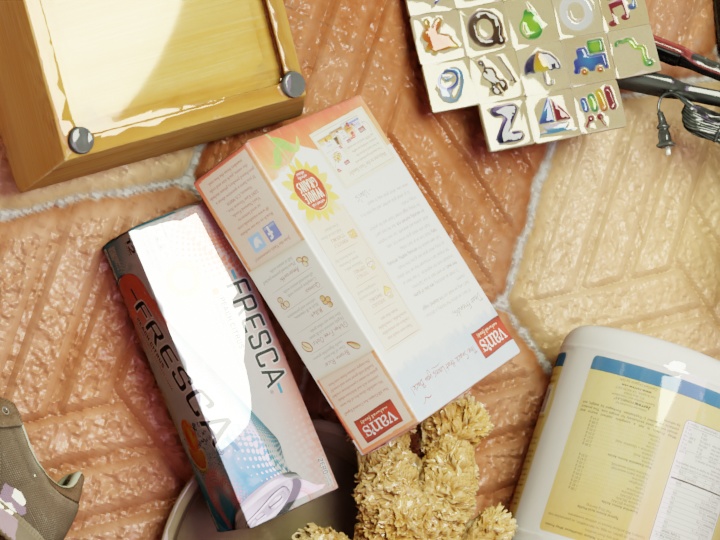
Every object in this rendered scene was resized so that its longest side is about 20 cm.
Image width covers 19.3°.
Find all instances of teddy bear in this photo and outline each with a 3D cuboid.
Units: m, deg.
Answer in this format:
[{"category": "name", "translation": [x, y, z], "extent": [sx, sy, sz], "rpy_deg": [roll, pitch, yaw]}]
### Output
[{"category": "teddy bear", "translation": [0.033, 0.172, 1.374], "extent": [0.145, 0.067, 0.200], "rpy_deg": [26, 79, -22]}]

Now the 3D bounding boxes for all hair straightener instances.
[{"category": "hair straightener", "translation": [0.229, -0.112, 1.469], "extent": [0.200, 0.041, 0.077], "rpy_deg": [21, 83, 0]}]

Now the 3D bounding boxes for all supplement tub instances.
[{"category": "supplement tub", "translation": [0.179, 0.151, 1.435], "extent": [0.144, 0.145, 0.200], "rpy_deg": [22, 82, -25]}]

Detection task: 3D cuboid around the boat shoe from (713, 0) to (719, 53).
[{"category": "boat shoe", "translation": [0.302, -0.126, 1.520], "extent": [0.068, 0.072, 0.200], "rpy_deg": [-6, 95, -10]}]

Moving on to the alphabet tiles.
[{"category": "alphabet tiles", "translation": [0.111, -0.185, 1.435], "extent": [0.166, 0.006, 0.200], "rpy_deg": [-12, 85, -13]}]

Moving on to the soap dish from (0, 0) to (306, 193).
[{"category": "soap dish", "translation": [-0.134, -0.148, 1.306], "extent": [0.200, 0.081, 0.158], "rpy_deg": [-18, 99, -26]}]

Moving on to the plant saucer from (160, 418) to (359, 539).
[{"category": "plant saucer", "translation": [-0.044, 0.196, 1.390], "extent": [0.200, 0.029, 0.200], "rpy_deg": [-1, 93, -27]}]

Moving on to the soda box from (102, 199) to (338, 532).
[{"category": "soda box", "translation": [-0.089, 0.059, 1.325], "extent": [0.068, 0.064, 0.200], "rpy_deg": [-23, 90, -24]}]

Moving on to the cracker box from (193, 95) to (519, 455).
[{"category": "cracker box", "translation": [0.000, 0.000, 1.330], "extent": [0.200, 0.058, 0.134], "rpy_deg": [58, 36, 3]}]

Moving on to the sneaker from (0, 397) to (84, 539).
[{"category": "sneaker", "translation": [-0.250, 0.095, 1.276], "extent": [0.200, 0.070, 0.076], "rpy_deg": [49, 52, -22]}]
